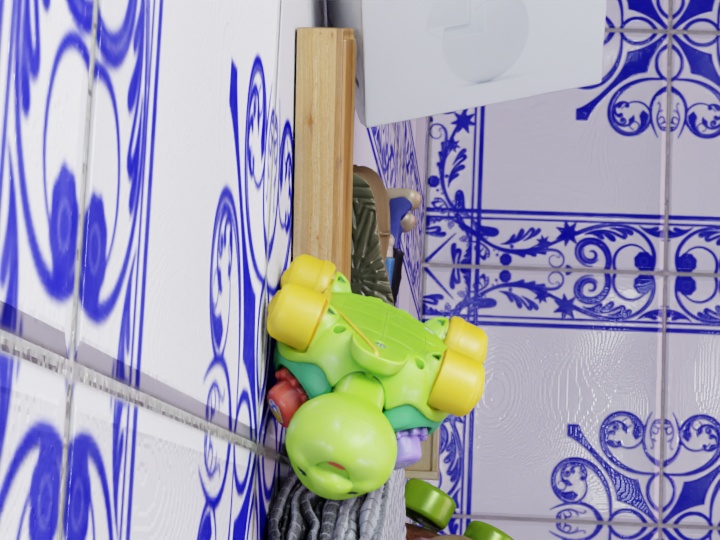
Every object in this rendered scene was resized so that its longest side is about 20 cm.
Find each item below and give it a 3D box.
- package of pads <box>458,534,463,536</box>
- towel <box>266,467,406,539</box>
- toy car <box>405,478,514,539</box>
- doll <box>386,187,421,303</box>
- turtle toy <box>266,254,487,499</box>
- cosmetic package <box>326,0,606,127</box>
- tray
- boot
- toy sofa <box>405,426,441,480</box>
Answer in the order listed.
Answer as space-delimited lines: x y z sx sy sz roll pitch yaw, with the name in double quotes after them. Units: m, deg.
0.040 0.360 1.770 0.076 0.119 0.203 -25 118 -74 "package of pads"
-0.017 0.206 1.214 0.200 0.084 0.167 -76 166 -64 "towel"
0.091 0.295 1.608 0.165 0.157 0.200 -61 -161 -16 "toy car"
0.026 0.004 1.902 0.137 0.048 0.202 102 1 -53 "doll"
-0.001 0.074 1.111 0.200 0.144 0.102 -70 -177 -75 "turtle toy"
0.078 -0.239 1.341 0.124 0.197 0.201 -112 -165 -45 "cosmetic package"
-0.025 -0.072 1.266 0.099 0.037 0.203 -61 152 -81 "tray"
0.000 0.000 1.453 0.200 0.065 0.177 -33 125 -86 "boot"
0.069 0.176 2.349 0.098 0.082 0.203 33 59 -84 "toy sofa"
